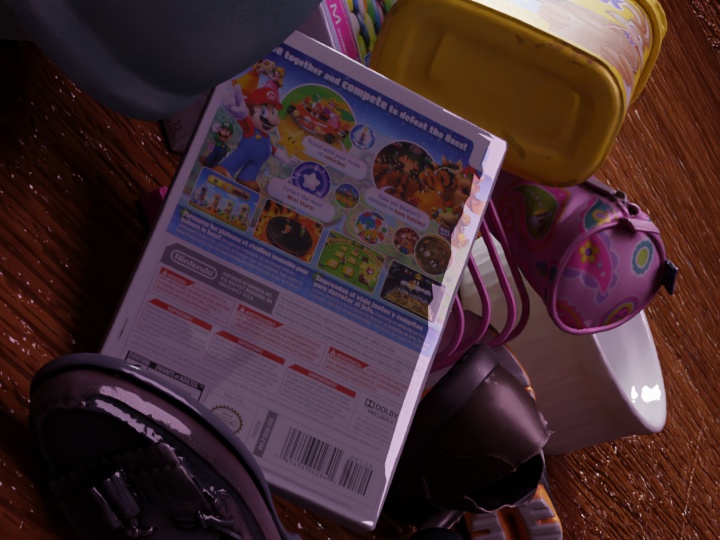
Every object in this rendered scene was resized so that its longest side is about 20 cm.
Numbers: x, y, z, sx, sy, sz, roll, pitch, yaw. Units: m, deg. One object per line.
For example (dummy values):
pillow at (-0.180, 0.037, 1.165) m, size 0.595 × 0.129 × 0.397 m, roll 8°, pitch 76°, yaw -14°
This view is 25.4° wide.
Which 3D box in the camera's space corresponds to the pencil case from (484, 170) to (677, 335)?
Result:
pencil case at (0.110, -0.045, 0.981) m, size 0.088 × 0.087 × 0.200 m, roll 49°, pitch 3°, yaw -41°

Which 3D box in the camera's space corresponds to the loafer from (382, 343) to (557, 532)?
loafer at (0.058, 0.111, 0.872) m, size 0.071 × 0.073 × 0.200 m, roll 41°, pitch -18°, yaw 13°

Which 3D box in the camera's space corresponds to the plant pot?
plant pot at (-0.063, -0.178, 0.640) m, size 0.201 × 0.133 × 0.202 m, roll 52°, pitch 27°, yaw -41°

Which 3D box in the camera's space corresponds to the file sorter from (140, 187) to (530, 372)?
file sorter at (0.000, 0.000, 0.866) m, size 0.140 × 0.124 × 0.200 m, roll 68°, pitch 20°, yaw 5°

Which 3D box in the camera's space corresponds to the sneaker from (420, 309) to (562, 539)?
sneaker at (0.078, 0.102, 1.024) m, size 0.078 × 0.077 × 0.201 m, roll -92°, pitch 168°, yaw -54°

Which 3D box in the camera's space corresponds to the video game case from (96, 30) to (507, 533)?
video game case at (-0.025, -0.002, 0.726) m, size 0.142 × 0.018 × 0.202 m, roll 26°, pitch 69°, yaw -12°

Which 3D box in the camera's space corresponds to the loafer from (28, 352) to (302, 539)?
loafer at (-0.069, 0.115, 0.658) m, size 0.201 × 0.071 × 0.063 m, roll 55°, pitch 27°, yaw -38°

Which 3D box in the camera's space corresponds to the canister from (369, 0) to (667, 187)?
canister at (0.094, -0.127, 0.925) m, size 0.147 × 0.087 × 0.200 m, roll 25°, pitch 24°, yaw 5°

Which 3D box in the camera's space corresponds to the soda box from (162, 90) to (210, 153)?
soda box at (-0.047, -0.098, 0.940) m, size 0.200 × 0.063 × 0.069 m, roll 10°, pitch 59°, yaw -66°

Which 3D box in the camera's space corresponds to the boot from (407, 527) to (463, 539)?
boot at (0.051, 0.238, 0.813) m, size 0.202 × 0.076 × 0.168 m, roll 64°, pitch 23°, yaw 8°

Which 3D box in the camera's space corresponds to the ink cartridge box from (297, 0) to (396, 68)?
ink cartridge box at (-0.009, -0.157, 0.931) m, size 0.200 × 0.042 × 0.120 m, roll -55°, pitch 129°, yaw -68°

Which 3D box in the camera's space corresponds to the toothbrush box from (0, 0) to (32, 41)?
toothbrush box at (-0.167, -0.184, 0.696) m, size 0.148 × 0.085 × 0.200 m, roll 69°, pitch 19°, yaw 3°

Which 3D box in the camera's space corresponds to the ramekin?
ramekin at (0.157, 0.046, 1.255) m, size 0.201 × 0.097 × 0.202 m, roll 51°, pitch 27°, yaw -37°
